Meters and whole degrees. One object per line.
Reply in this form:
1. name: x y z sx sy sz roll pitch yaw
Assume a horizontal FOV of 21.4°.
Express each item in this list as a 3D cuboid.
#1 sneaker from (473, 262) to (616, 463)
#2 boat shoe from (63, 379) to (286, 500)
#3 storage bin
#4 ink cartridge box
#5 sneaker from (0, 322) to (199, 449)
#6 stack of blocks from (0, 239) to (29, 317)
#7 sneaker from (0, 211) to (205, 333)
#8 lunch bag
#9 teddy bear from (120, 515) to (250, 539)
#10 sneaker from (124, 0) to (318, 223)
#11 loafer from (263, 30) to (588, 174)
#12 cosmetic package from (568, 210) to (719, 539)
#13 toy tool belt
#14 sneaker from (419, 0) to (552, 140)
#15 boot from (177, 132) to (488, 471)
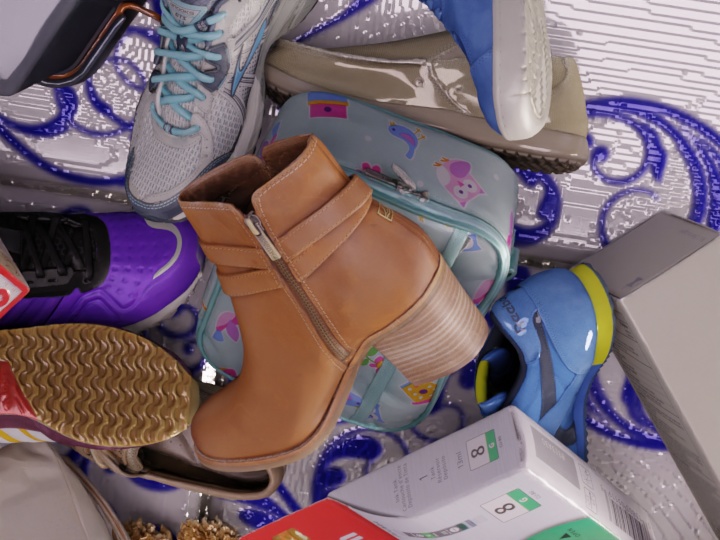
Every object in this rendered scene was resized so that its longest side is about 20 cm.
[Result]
1. sneaker: 0.093 0.077 1.107 0.078 0.066 0.201 -17 140 -19
2. boat shoe: -0.139 0.090 1.166 0.198 0.065 0.072 14 109 0
3. storage bin: -0.162 -0.184 1.043 0.145 0.134 0.200 36 108 -7
4. ink cartridge box: 0.053 0.166 1.126 0.199 0.050 0.161 -29 138 23
5. sneaker: -0.194 0.068 1.121 0.198 0.090 0.076 6 83 -7
6. stack of blocks: -0.274 -0.019 1.062 0.115 0.200 0.059 -42 134 3
7. sneaker: -0.192 -0.002 1.113 0.198 0.100 0.070 -10 66 8
8. lunch bag: 0.000 0.000 1.084 0.159 0.077 0.201 22 136 -3
9. teddy bear: -0.108 0.248 1.215 0.144 0.067 0.202 10 108 4
10. sneaker: -0.088 -0.125 1.038 0.077 0.086 0.201 21 87 25
11. loafer: 0.037 -0.105 1.088 0.198 0.076 0.069 13 81 6
12. cosmetic package: 0.208 0.073 1.107 0.073 0.104 0.201 -31 105 -4
13. toy tool belt: -0.195 0.207 1.169 0.124 0.123 0.201 -22 85 -27
14. sneaker: 0.039 -0.154 1.031 0.110 0.077 0.202 -11 68 14
15. boot: -0.049 0.016 1.012 0.199 0.074 0.155 -30 120 25
